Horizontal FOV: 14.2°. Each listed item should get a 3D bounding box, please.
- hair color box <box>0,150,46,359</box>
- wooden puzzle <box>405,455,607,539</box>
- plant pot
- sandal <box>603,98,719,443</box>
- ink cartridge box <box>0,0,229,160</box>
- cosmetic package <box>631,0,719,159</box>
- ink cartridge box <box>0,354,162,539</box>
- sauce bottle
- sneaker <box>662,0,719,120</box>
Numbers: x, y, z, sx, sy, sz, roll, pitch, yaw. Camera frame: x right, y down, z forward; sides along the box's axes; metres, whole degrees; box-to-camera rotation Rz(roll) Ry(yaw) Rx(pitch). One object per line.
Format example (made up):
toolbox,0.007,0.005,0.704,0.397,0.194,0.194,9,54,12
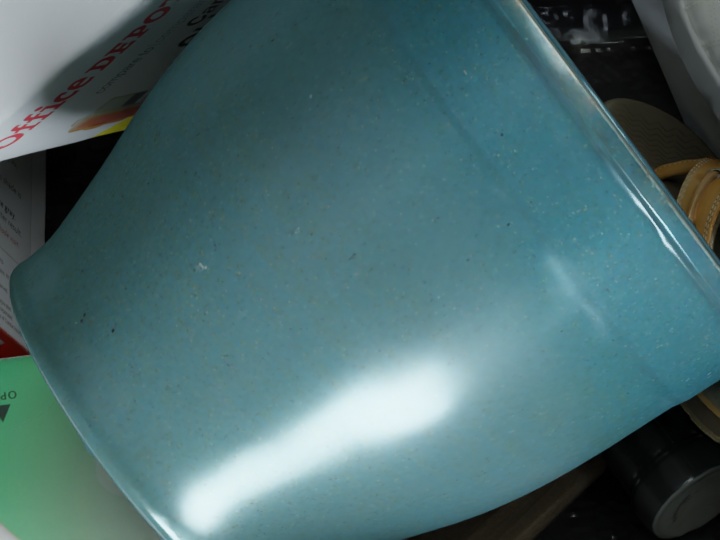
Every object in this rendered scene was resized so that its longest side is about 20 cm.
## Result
hair color box,-0.167,-0.069,1.062,0.064,0.111,0.201,-13,58,20
wooden puzzle,-0.039,0.073,1.055,0.200,0.037,0.185,-41,71,-21
plant pot,0.000,0.000,0.917,0.188,0.200,0.200,-38,69,7
sandal,0.132,-0.002,1.012,0.080,0.054,0.200,22,28,-25
ink cartridge box,-0.057,-0.116,1.009,0.200,0.145,0.084,-17,77,-47
cosmetic package,0.167,-0.141,1.072,0.150,0.201,0.052,-33,25,-11
ink cartridge box,-0.113,0.126,0.978,0.160,0.050,0.201,-7,60,-6
sauce bottle,0.068,0.010,1.049,0.065,0.065,0.200,-27,58,-11
sneaker,0.178,-0.059,0.972,0.073,0.085,0.200,-25,69,-26
